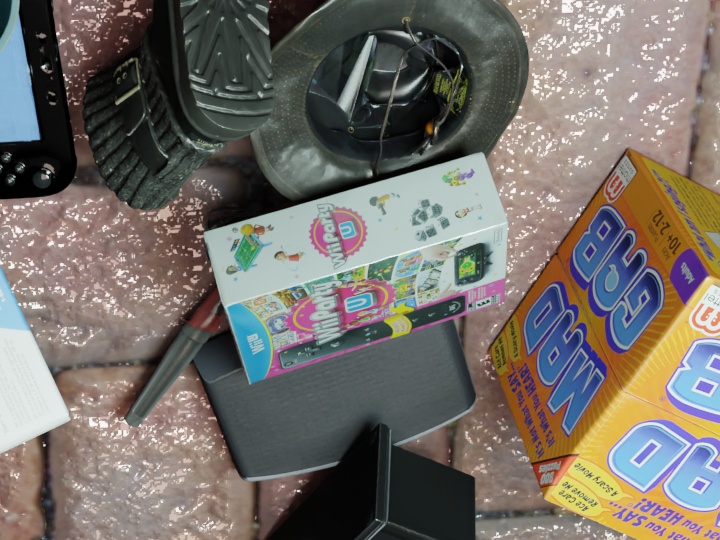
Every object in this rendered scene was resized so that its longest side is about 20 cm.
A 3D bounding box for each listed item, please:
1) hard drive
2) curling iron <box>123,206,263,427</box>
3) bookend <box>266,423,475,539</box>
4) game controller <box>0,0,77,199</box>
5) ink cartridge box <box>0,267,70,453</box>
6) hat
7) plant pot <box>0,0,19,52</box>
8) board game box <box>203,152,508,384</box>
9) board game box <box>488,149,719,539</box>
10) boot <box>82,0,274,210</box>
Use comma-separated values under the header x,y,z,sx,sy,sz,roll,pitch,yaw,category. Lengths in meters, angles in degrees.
x,y,z,sx,sy,sz,roll,pitch,yaw,category
-0.017,0.087,1.378,0.200,0.042,0.135,-17,120,1,hard drive
-0.127,0.034,1.342,0.050,0.026,0.200,23,112,-19,curling iron
0.047,0.239,1.411,0.200,0.092,0.199,24,133,-20,bookend
-0.254,-0.139,1.216,0.104,0.042,0.200,-7,119,-5,game controller
-0.324,0.079,1.246,0.200,0.086,0.147,-25,96,-13,ink cartridge box
0.010,-0.135,1.239,0.200,0.081,0.201,-12,130,-14,hat
-0.341,-0.145,1.111,0.200,0.200,0.188,28,136,-22,plant pot
0.000,0.000,1.271,0.200,0.064,0.148,-16,156,-4,board game box
0.245,0.071,1.319,0.200,0.200,0.200,25,112,-20,board game box
-0.124,-0.158,1.199,0.079,0.211,0.158,10,160,-27,boot
